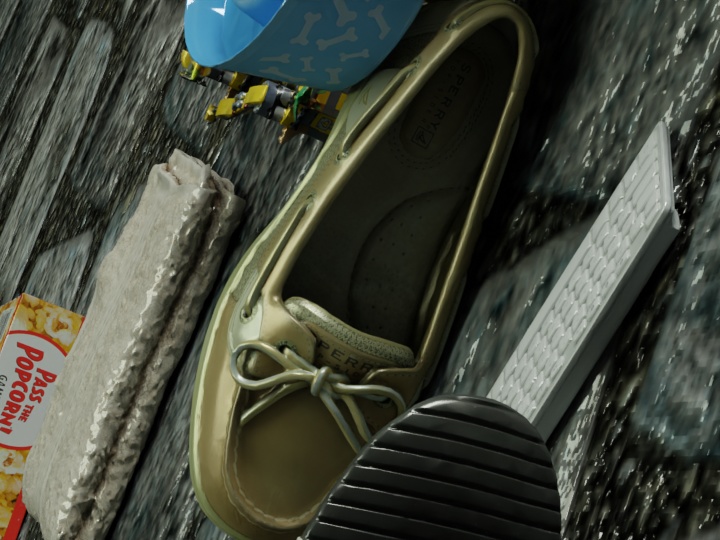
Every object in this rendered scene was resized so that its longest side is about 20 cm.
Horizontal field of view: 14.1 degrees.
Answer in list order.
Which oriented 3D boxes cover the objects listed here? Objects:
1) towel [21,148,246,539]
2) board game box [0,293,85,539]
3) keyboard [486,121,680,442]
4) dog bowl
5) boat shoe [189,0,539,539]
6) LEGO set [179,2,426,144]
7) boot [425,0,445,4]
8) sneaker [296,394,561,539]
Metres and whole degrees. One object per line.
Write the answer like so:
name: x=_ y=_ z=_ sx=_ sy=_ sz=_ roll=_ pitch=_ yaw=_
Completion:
towel: x=-0.114 y=0.039 z=1.410 sx=0.133 sy=0.034 sz=0.200 roll=-149 pitch=82 yaw=-76
board game box: x=-0.220 y=0.120 z=1.644 sx=0.151 sy=0.046 sz=0.200 roll=-20 pitch=50 yaw=70
keyboard: x=0.044 y=0.046 z=0.883 sx=0.200 sy=0.011 sz=0.056 roll=-60 pitch=17 yaw=28
dog bowl: x=0.002 y=-0.152 z=1.007 sx=0.111 sy=0.050 sz=0.200 roll=-10 pitch=59 yaw=62
boat shoe: x=0.003 y=0.000 z=0.982 sx=0.201 sy=0.073 sz=0.063 roll=-61 pitch=10 yaw=-4
LEGO set: x=-0.040 y=-0.134 z=1.225 sx=0.154 sy=0.116 sz=0.200 roll=-65 pitch=15 yaw=12
boot: x=0.070 y=-0.196 z=1.053 sx=0.144 sy=0.071 sz=0.201 roll=-48 pitch=27 yaw=37
sneaker: x=-0.004 y=0.125 z=0.808 sx=0.089 sy=0.074 sz=0.200 roll=-146 pitch=74 yaw=-79
